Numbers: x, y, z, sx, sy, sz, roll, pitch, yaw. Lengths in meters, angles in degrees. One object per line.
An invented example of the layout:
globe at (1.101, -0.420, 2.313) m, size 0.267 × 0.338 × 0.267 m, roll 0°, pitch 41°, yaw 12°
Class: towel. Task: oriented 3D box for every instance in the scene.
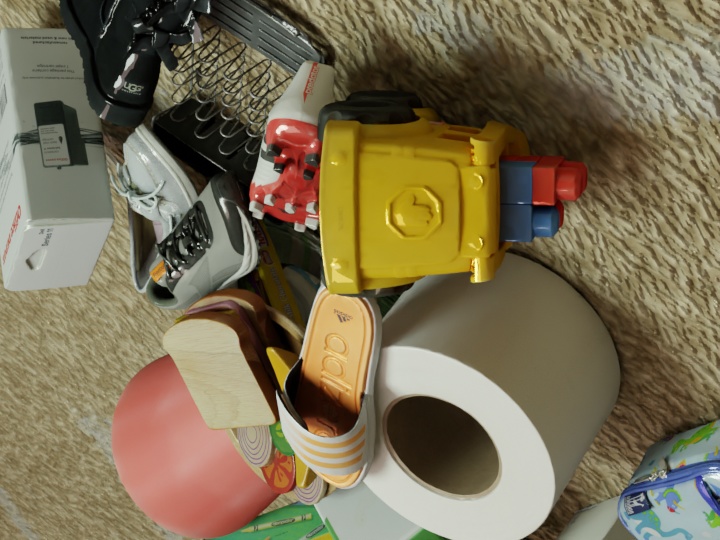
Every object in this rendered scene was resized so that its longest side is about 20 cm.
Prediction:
towel at (-0.014, 0.039, 1.527) m, size 0.200 × 0.023 × 0.153 m, roll 33°, pitch 148°, yaw 16°

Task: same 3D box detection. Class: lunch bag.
lunch bag at (0.315, 0.213, 1.311) m, size 0.200 × 0.083 × 0.161 m, roll 48°, pitch 146°, yaw -10°

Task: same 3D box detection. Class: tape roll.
tape roll at (0.095, 0.102, 1.338) m, size 0.202 × 0.139 × 0.203 m, roll 20°, pitch 134°, yaw 22°

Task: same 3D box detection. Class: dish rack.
dish rack at (-0.099, -0.146, 1.371) m, size 0.153 × 0.055 × 0.200 m, roll 33°, pitch 147°, yaw 15°

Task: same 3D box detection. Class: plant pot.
plant pot at (-0.124, 0.147, 1.638) m, size 0.201 × 0.201 × 0.177 m, roll 47°, pitch 139°, yaw -7°

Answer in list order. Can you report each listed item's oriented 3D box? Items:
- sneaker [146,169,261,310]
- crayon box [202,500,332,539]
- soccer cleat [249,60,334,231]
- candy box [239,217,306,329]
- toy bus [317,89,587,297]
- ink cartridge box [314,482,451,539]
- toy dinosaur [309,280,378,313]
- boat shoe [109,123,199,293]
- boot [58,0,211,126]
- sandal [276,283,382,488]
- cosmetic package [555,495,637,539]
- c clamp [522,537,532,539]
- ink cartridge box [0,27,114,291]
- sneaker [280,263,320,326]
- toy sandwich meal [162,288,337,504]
sneaker at (-0.137, -0.016, 1.420) m, size 0.200 × 0.079 × 0.074 m, roll 119°, pitch 136°, yaw -57°
crayon box at (-0.052, 0.302, 1.727) m, size 0.058 × 0.199 × 0.119 m, roll -113°, pitch 4°, yaw -51°
soccer cleat at (-0.047, -0.094, 1.298) m, size 0.068 × 0.086 × 0.200 m, roll 16°, pitch 160°, yaw 1°
candy box at (-0.101, 0.013, 1.493) m, size 0.201 × 0.026 × 0.102 m, roll 67°, pitch 150°, yaw 20°
toy bus at (0.070, -0.061, 1.201) m, size 0.191 × 0.200 × 0.137 m, roll 0°, pitch 102°, yaw 11°
ink cartridge box at (0.049, 0.252, 1.494) m, size 0.200 × 0.083 × 0.147 m, roll 48°, pitch -176°, yaw -41°
toy dinosaur at (0.000, 0.000, 1.366) m, size 0.058 × 0.102 × 0.200 m, roll 15°, pitch 148°, yaw 8°
boat shoe at (-0.185, -0.051, 1.475) m, size 0.074 × 0.065 × 0.202 m, roll 47°, pitch 158°, yaw 24°
boot at (-0.174, -0.230, 1.317) m, size 0.073 × 0.199 × 0.163 m, roll 11°, pitch 131°, yaw -29°
sandal at (-0.031, 0.097, 1.276) m, size 0.079 × 0.059 × 0.207 m, roll 23°, pitch 132°, yaw 22°
cosmetic package at (0.269, 0.300, 1.474) m, size 0.200 × 0.073 × 0.103 m, roll 45°, pitch 149°, yaw -5°
c clamp at (0.083, 0.194, 1.590) m, size 0.200 × 0.027 × 0.171 m, roll 47°, pitch 159°, yaw -21°
ink cartridge box at (-0.289, -0.100, 1.510) m, size 0.147 × 0.083 × 0.201 m, roll 128°, pitch 135°, yaw -59°
sneaker at (-0.048, 0.090, 1.516) m, size 0.075 × 0.087 × 0.201 m, roll 8°, pitch 127°, yaw 53°
toy sandwich meal at (-0.089, 0.113, 1.415) m, size 0.205 × 0.070 × 0.206 m, roll 25°, pitch 127°, yaw 39°
